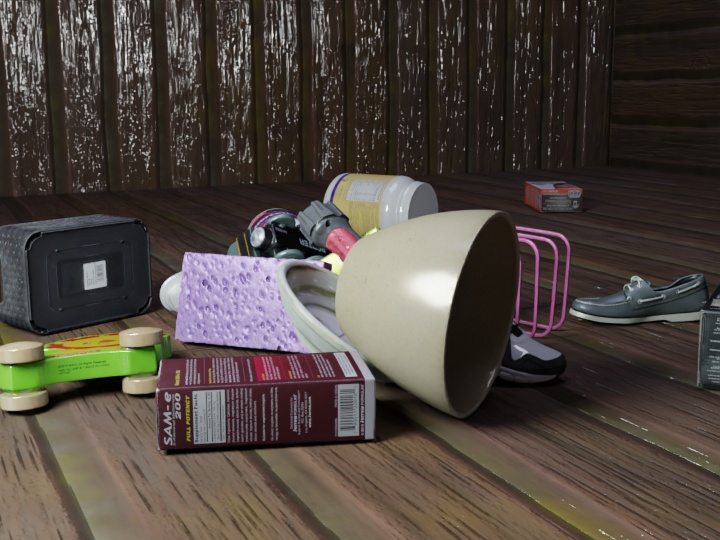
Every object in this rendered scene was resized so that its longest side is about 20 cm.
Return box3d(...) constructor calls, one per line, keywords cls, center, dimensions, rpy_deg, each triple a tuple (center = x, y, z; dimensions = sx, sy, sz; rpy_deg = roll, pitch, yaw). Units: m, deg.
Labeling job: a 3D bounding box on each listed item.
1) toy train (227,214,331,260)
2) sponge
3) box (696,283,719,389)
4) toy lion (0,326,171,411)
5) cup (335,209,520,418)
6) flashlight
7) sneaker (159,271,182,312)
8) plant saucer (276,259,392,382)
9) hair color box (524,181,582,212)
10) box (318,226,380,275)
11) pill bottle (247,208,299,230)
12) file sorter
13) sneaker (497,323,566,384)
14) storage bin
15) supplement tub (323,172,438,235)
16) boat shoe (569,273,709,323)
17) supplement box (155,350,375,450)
box3d(cls="toy train", center=(-0.098, -0.014, 1.440), dimensions=(0.113, 0.086, 0.199), rpy_deg=(-33, -31, 30))
box3d(cls="sponge", center=(-0.134, 0.039, 1.228), dimensions=(0.197, 0.113, 0.030), rpy_deg=(4, -3, 23))
box3d(cls="box", center=(0.478, 0.076, 1.076), dimensions=(0.197, 0.088, 0.163), rpy_deg=(4, 11, 26))
box3d(cls="toy lion", center=(-0.303, 0.096, 1.099), dimensions=(0.197, 0.070, 0.191), rpy_deg=(-6, 5, -25))
box3d(cls="cup", center=(0.059, 0.030, 0.987), dimensions=(0.141, 0.203, 0.200), rpy_deg=(11, 14, 25))
box3d(cls="flashlight", center=(-0.009, -0.012, 1.153), dimensions=(0.068, 0.068, 0.200), rpy_deg=(-32, 48, -12))
box3d(cls="sneaker", center=(-0.186, 0.040, 1.327), dimensions=(0.197, 0.076, 0.115), rpy_deg=(5, 8, 9))
box3d(cls="plant saucer", center=(-0.019, 0.068, 1.107), dimensions=(0.199, 0.050, 0.200), rpy_deg=(33, 16, -11))
box3d(cls="hair color box", center=(0.502, -0.195, 2.603), dimensions=(0.109, 0.065, 0.200), rpy_deg=(0, 12, -3))
box3d(cls="box", center=(0.000, 0.000, 1.337), dimensions=(0.121, 0.048, 0.200), rpy_deg=(-32, -13, 10))
box3d(cls="pill bottle", center=(-0.134, -0.042, 1.669), dimensions=(0.111, 0.114, 0.200), rpy_deg=(-3, 11, -12))
box3d(cls="file sorter", center=(0.169, 0.022, 1.251), dimensions=(0.124, 0.141, 0.199), rpy_deg=(11, 15, 35))
box3d(cls="sneaker", center=(0.137, 0.065, 1.108), dimensions=(0.198, 0.081, 0.074), rpy_deg=(20, 13, 15))
box3d(cls="storage bin", center=(-0.396, 0.001, 1.378), dimensions=(0.093, 0.137, 0.199), rpy_deg=(8, 13, 41))
box3d(cls="supplement tub", center=(0.040, -0.117, 1.977), dimensions=(0.198, 0.148, 0.145), rpy_deg=(6, 12, 33))
box3d(cls="boat shoe", center=(0.383, 0.036, 1.365), dimensions=(0.197, 0.063, 0.073), rpy_deg=(-1, 11, -5))
box3d(cls="supplement box", center=(-0.090, 0.120, 0.937), dimensions=(0.197, 0.062, 0.109), rpy_deg=(-1, 9, -8))
